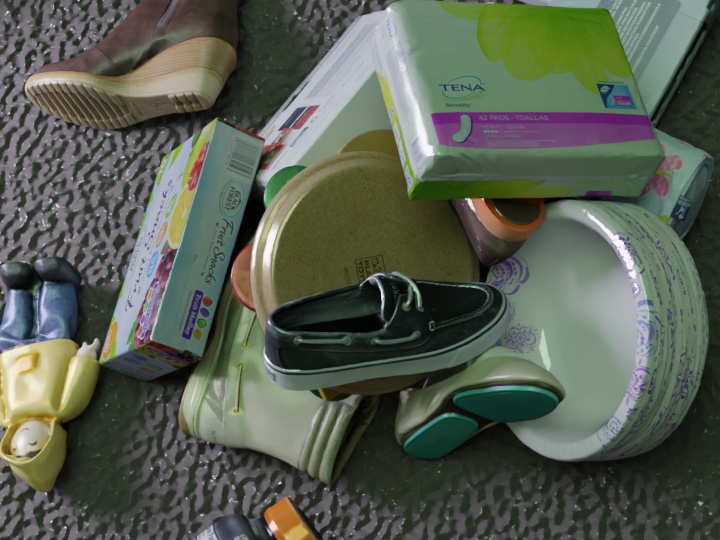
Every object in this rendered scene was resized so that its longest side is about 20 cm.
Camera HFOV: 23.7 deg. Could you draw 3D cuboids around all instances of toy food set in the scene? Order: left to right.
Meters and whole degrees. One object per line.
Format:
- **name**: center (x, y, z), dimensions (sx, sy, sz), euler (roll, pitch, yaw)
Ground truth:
- **toy food set**: center (0.000, 0.000, 1.366), dimensions (0.197, 0.049, 0.201), euler (-28, 98, -17)

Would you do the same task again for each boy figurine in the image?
- **boy figurine**: center (-0.287, 0.093, 1.490), dimensions (0.123, 0.065, 0.201), euler (-5, 64, 9)

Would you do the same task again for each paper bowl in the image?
- **paper bowl**: center (0.191, 0.047, 1.340), dimensions (0.200, 0.104, 0.202), euler (0, 90, 54)

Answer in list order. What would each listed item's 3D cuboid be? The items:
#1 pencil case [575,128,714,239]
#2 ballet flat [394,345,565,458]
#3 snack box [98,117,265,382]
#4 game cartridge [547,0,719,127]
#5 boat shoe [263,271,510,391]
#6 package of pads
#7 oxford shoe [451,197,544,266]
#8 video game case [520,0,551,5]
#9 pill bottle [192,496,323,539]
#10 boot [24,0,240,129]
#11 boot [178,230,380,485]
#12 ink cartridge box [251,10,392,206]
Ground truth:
- **pencil case**: center (0.189, -0.093, 1.406), dimensions (0.199, 0.083, 0.091), euler (30, 112, 21)
- **ballet flat**: center (0.091, 0.093, 1.346), dimensions (0.200, 0.069, 0.070), euler (-29, 53, 51)
- **snack box**: center (-0.153, -0.015, 1.460), dimensions (0.053, 0.142, 0.201), euler (22, 70, -19)
- **game cartridge**: center (0.212, -0.184, 1.481), dimensions (0.133, 0.042, 0.201), euler (29, 87, 25)
- **boat shoe**: center (0.022, 0.034, 1.301), dimensions (0.199, 0.068, 0.072), euler (-10, 43, -13)
- **package of pads**: center (0.117, -0.133, 1.310), dimensions (0.199, 0.068, 0.155), euler (-2, 57, -21)
- **oxford shoe**: center (0.086, -0.098, 1.366), dimensions (0.071, 0.073, 0.201), euler (1, 58, -22)
- **video game case**: center (0.223, -0.309, 1.550), dimensions (0.199, 0.024, 0.183), euler (23, 76, 20)
- **pill bottle**: center (-0.115, 0.265, 1.355), dimensions (0.200, 0.106, 0.106), euler (-37, 65, -3)
- **boot**: center (-0.204, -0.218, 1.606), dimensions (0.199, 0.073, 0.167), euler (0, 57, 15)
- **boot**: center (-0.050, 0.067, 1.439), dimensions (0.154, 0.072, 0.201), euler (17, 79, 20)
- **ink cartridge box**: center (-0.007, -0.127, 1.481), dimensions (0.084, 0.175, 0.200), euler (43, 81, -18)
